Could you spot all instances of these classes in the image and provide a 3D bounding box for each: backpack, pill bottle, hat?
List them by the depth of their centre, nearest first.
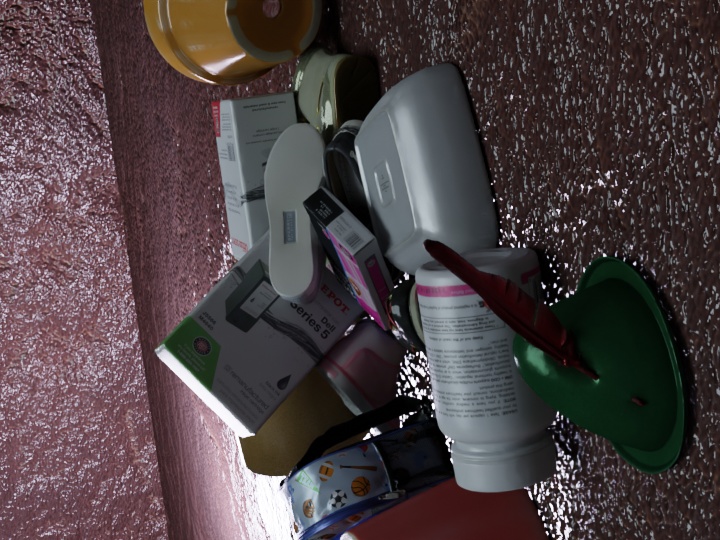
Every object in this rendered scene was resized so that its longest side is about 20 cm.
[{"bbox_3d":[0.134,0.080,1.036,0.166,0.174,0.202,127,129,-66],"label":"hat"},{"bbox_3d":[0.117,0.088,1.194,0.113,0.112,0.203,-167,67,-70],"label":"pill bottle"},{"bbox_3d":[0.007,0.255,1.501,0.201,0.188,0.156,110,147,-60],"label":"backpack"}]

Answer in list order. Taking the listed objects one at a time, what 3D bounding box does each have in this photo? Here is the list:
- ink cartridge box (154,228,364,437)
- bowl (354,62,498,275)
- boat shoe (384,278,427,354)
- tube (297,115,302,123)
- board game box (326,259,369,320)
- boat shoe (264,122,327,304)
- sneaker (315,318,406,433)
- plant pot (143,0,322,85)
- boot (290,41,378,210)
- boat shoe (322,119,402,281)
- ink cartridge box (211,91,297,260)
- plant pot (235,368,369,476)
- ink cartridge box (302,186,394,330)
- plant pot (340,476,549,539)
[{"bbox_3d":[-0.113,0.067,1.516,0.145,0.200,0.084,44,163,-5],"label":"ink cartridge box"},{"bbox_3d":[0.055,-0.093,1.337,0.200,0.074,0.202,149,109,-72],"label":"bowl"},{"bbox_3d":[0.055,0.047,1.295,0.201,0.062,0.075,24,-116,-76],"label":"boat shoe"},{"bbox_3d":[-0.096,-0.120,1.764,0.050,0.077,0.203,-150,55,-62],"label":"tube"},{"bbox_3d":[-0.025,0.014,1.648,0.103,0.047,0.200,65,161,1],"label":"board game box"},{"bbox_3d":[-0.063,-0.061,1.478,0.069,0.071,0.203,51,-147,-71],"label":"boat shoe"},{"bbox_3d":[0.024,0.128,1.586,0.075,0.105,0.201,33,167,34],"label":"sneaker"},{"bbox_3d":[-0.139,-0.320,1.603,0.183,0.198,0.203,23,124,58],"label":"plant pot"},{"bbox_3d":[-0.033,-0.161,1.559,0.155,0.071,0.203,-143,51,-62],"label":"boot"},{"bbox_3d":[0.002,-0.065,1.470,0.073,0.060,0.202,10,126,29],"label":"boat shoe"},{"bbox_3d":[-0.122,-0.115,1.642,0.144,0.083,0.203,-158,60,-73],"label":"ink cartridge box"},{"bbox_3d":[-0.098,0.124,1.681,0.186,0.185,0.202,34,146,65],"label":"plant pot"},{"bbox_3d":[0.000,0.000,1.437,0.095,0.037,0.201,45,170,34],"label":"ink cartridge box"},{"bbox_3d":[0.082,0.311,1.339,0.200,0.175,0.203,169,90,-71],"label":"plant pot"}]
